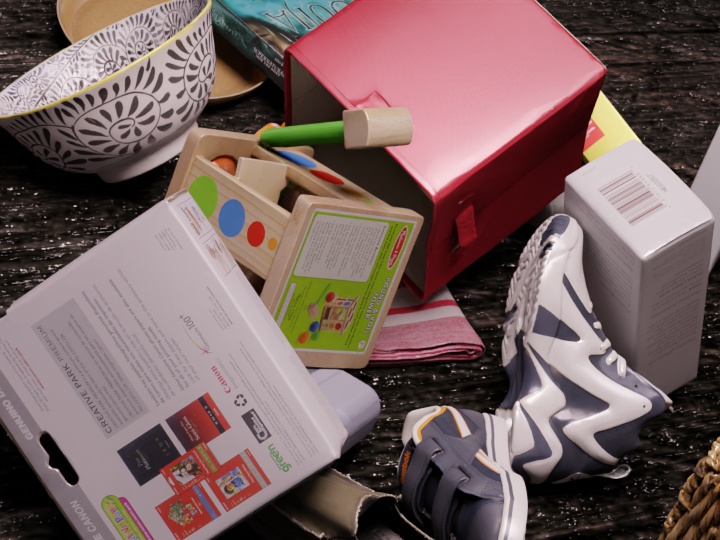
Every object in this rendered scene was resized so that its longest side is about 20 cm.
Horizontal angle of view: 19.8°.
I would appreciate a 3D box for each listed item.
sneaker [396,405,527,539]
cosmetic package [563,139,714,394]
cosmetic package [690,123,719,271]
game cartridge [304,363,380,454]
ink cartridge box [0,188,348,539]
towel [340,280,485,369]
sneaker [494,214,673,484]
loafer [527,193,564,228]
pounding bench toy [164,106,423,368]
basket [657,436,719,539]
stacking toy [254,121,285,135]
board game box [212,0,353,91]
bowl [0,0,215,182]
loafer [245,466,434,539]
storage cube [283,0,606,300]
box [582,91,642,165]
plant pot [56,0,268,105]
[{"bbox_3d":[0.067,0.157,1.439,0.079,0.079,0.200,12,18,-8],"label":"sneaker"},{"bbox_3d":[0.211,0.008,1.588,0.074,0.200,0.102,-28,55,-16],"label":"cosmetic package"},{"bbox_3d":[0.343,-0.108,1.837,0.052,0.151,0.200,29,38,10],"label":"cosmetic package"},{"bbox_3d":[-0.088,0.072,1.474,0.199,0.041,0.133,25,11,12],"label":"game cartridge"},{"bbox_3d":[-0.136,0.079,1.352,0.201,0.175,0.084,57,8,-4],"label":"ink cartridge box"},{"bbox_3d":[0.000,0.000,1.652,0.143,0.023,0.200,-2,44,-29],"label":"towel"},{"bbox_3d":[0.176,0.065,1.542,0.129,0.079,0.200,10,78,-14],"label":"sneaker"},{"bbox_3d":[0.145,-0.111,1.813,0.069,0.070,0.200,-6,45,-19],"label":"loafer"},{"bbox_3d":[-0.052,-0.053,1.507,0.124,0.201,0.156,5,22,-48],"label":"pounding bench toy"},{"bbox_3d":[0.336,0.169,1.510,0.149,0.143,0.200,38,41,22],"label":"basket"},{"bbox_3d":[-0.009,-0.131,1.759,0.199,0.116,0.110,-20,58,-23],"label":"stacking toy"},{"bbox_3d":[-0.049,-0.223,1.856,0.135,0.028,0.200,42,32,19],"label":"board game box"},{"bbox_3d":[-0.187,-0.132,1.636,0.200,0.095,0.201,-23,20,9],"label":"bowl"},{"bbox_3d":[-0.006,0.168,1.409,0.200,0.070,0.075,33,39,15],"label":"loafer"},{"bbox_3d":[0.061,-0.123,1.612,0.179,0.171,0.200,-36,69,-18],"label":"storage cube"},{"bbox_3d":[0.204,-0.127,1.814,0.200,0.050,0.075,55,5,15],"label":"box"},{"bbox_3d":[-0.171,-0.204,1.811,0.199,0.028,0.201,13,40,-11],"label":"plant pot"}]
